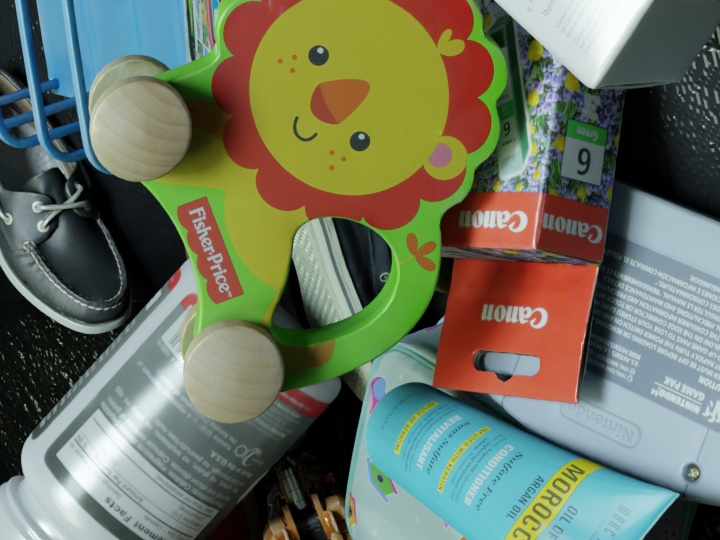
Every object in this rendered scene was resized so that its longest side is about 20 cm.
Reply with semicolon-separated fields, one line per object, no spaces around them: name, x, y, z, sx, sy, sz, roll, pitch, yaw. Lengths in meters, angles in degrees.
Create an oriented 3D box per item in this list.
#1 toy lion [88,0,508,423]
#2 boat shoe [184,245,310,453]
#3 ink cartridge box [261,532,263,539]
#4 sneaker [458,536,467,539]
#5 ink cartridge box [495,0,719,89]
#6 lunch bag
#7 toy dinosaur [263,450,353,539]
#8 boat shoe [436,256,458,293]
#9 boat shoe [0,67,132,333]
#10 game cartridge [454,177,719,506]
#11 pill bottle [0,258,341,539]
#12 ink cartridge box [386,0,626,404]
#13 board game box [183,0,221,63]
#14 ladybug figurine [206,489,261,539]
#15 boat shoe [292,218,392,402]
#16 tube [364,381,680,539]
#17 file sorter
toy lion;-0.018;-0.052;1.085;0.069;0.191;0.200;-111;1;-73
boat shoe;-0.078;0.027;1.384;0.075;0.075;0.203;19;123;44
ink cartridge box;-0.122;0.214;1.527;0.144;0.085;0.200;-36;78;53
sneaker;0.068;0.162;1.171;0.200;0.073;0.077;-26;65;43
ink cartridge box;0.092;-0.197;1.027;0.200;0.085;0.146;46;119;23
lunch bag;0.087;0.121;1.230;0.200;0.077;0.161;32;125;34
toy dinosaur;-0.025;0.174;1.343;0.102;0.200;0.136;-15;106;17
boat shoe;0.027;-0.087;1.208;0.066;0.074;0.201;-3;96;55
boat shoe;-0.207;-0.049;1.510;0.200;0.074;0.060;58;148;25
game cartridge;0.138;0.033;1.112;0.200;0.041;0.134;26;103;41
pill bottle;-0.116;0.099;1.300;0.200;0.114;0.114;-47;65;8
ink cartridge box;0.068;-0.041;1.126;0.109;0.050;0.201;3;83;50
board game box;-0.048;-0.146;1.190;0.200;0.064;0.148;-131;35;-68
ladybug figurine;-0.133;0.152;1.414;0.135;0.072;0.201;-17;87;18
boat shoe;0.000;0.000;1.288;0.075;0.062;0.200;38;151;52
tube;0.071;0.106;1.106;0.050;0.078;0.200;37;174;-32
file sorter;-0.171;-0.144;1.362;0.200;0.123;0.139;16;121;45
